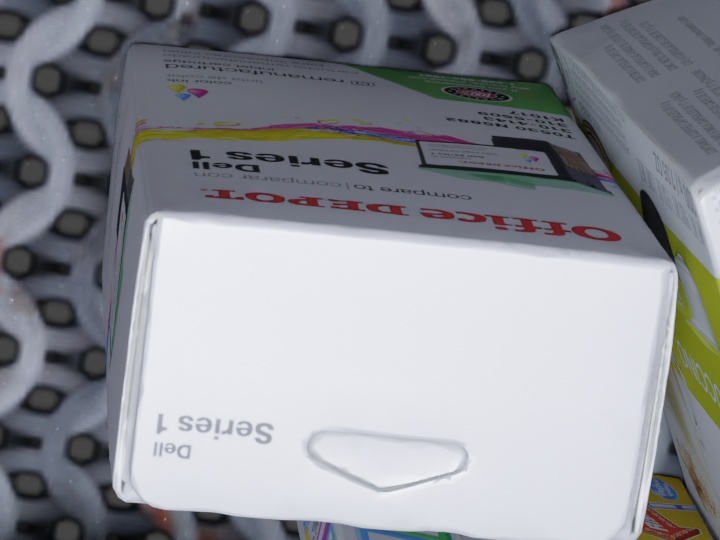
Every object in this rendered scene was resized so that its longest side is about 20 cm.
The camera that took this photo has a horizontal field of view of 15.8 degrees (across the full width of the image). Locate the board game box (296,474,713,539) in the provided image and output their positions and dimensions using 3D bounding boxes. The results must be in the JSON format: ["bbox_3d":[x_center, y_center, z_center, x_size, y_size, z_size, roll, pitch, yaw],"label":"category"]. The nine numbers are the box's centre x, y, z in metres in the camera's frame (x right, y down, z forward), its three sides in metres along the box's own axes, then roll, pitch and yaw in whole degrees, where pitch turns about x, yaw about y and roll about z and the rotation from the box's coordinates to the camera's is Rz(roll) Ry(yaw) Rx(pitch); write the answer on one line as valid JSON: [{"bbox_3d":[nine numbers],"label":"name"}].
[{"bbox_3d":[0.054,0.105,0.807,0.134,0.200,0.034,11,106,-10],"label":"board game box"}]

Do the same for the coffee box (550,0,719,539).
[{"bbox_3d":[0.195,0.008,0.791,0.200,0.200,0.198,-18,109,-1],"label":"coffee box"}]

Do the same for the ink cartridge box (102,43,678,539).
[{"bbox_3d":[0.000,0.000,0.768,0.145,0.200,0.084,5,107,-8],"label":"ink cartridge box"}]
